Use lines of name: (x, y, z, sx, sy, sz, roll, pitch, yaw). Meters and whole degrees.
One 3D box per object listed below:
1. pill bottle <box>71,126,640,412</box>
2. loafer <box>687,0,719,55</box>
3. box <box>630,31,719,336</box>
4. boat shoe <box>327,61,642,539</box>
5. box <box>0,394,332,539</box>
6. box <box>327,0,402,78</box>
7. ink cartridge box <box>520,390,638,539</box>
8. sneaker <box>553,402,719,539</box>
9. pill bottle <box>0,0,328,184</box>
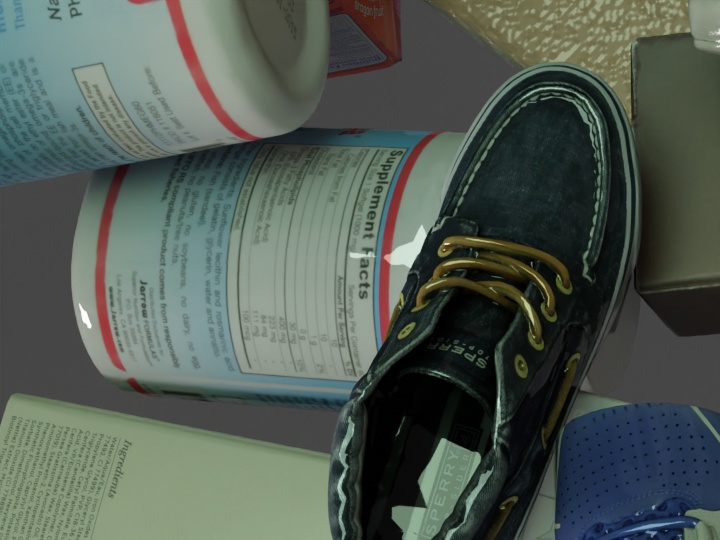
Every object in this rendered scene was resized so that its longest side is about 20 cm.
pill bottle: (0.000, 0.000, 0.851, 0.200, 0.109, 0.109, 3, 74, 22)
loafer: (0.182, -0.131, 0.788, 0.070, 0.070, 0.200, 8, 32, 44)
box: (0.201, -0.038, 0.804, 0.200, 0.075, 0.100, -4, 72, 19)
boat shoe: (0.044, 0.016, 0.727, 0.071, 0.091, 0.201, 14, 77, 12)
box: (-0.045, 0.106, 0.848, 0.200, 0.068, 0.082, 11, 77, 24)
box: (-0.091, -0.129, 0.935, 0.200, 0.103, 0.095, -8, 69, 21)
ink cartridge box: (0.119, 0.143, 0.717, 0.200, 0.044, 0.174, 14, 74, 33)
sneaker: (0.091, 0.123, 0.646, 0.080, 0.115, 0.200, -17, 61, 20)
pill bottle: (-0.121, -0.088, 0.816, 0.200, 0.109, 0.109, -10, 70, 19)
